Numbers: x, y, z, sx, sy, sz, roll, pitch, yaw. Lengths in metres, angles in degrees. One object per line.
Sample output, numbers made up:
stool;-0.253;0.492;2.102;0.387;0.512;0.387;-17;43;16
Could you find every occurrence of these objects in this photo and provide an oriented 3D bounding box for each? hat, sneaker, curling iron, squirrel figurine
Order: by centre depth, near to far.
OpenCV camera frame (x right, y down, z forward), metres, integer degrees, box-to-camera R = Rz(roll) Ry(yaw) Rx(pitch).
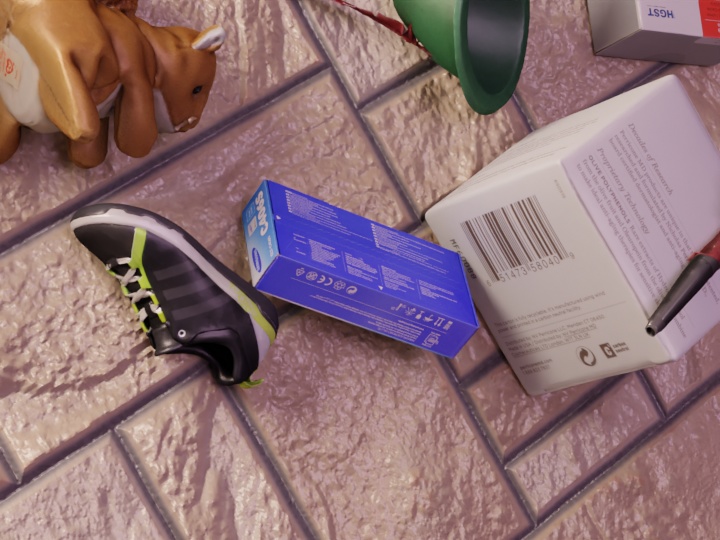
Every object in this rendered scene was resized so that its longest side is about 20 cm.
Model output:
squirrel figurine;-0.197;-0.182;1.543;0.186;0.141;0.202;-11;85;-41
sneaker;-0.147;0.024;1.553;0.199;0.072;0.083;34;62;-21
curling iron;0.284;-0.016;1.628;0.200;0.025;0.050;-47;144;-30
hat;0.040;-0.239;1.784;0.201;0.174;0.167;63;41;-50

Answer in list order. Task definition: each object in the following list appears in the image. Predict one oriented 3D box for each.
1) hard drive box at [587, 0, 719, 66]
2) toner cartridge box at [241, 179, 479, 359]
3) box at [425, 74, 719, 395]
hard drive box;0.295;-0.310;1.933;0.155;0.077;0.202;0;77;-32
toner cartridge box;0.000;0.000;1.649;0.199;0.043;0.095;21;35;-27
box;0.207;-0.027;1.721;0.171;0.198;0.201;-37;100;-35
